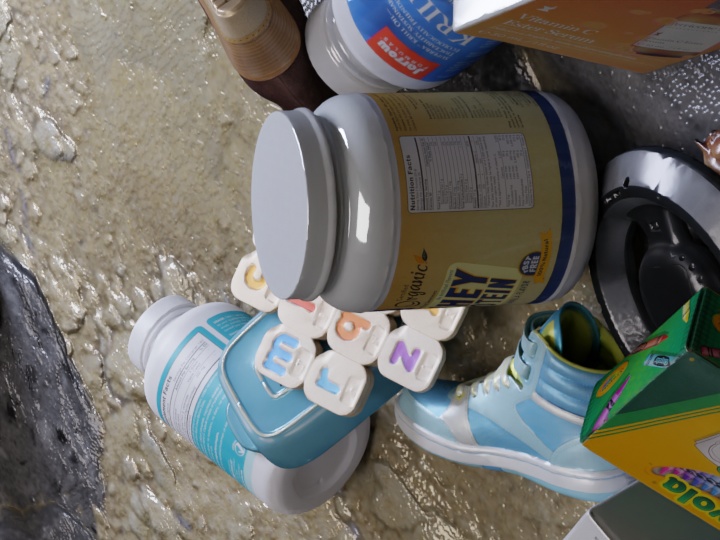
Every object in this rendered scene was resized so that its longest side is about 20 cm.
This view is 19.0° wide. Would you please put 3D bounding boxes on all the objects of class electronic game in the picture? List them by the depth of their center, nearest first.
[{"bbox_3d":[0.211,0.015,1.372,0.200,0.042,0.200,44,147,38],"label":"electronic game"}]

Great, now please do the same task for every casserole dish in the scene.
[{"bbox_3d":[-0.028,0.057,1.591,0.200,0.039,0.121,-40,59,13],"label":"casserole dish"}]

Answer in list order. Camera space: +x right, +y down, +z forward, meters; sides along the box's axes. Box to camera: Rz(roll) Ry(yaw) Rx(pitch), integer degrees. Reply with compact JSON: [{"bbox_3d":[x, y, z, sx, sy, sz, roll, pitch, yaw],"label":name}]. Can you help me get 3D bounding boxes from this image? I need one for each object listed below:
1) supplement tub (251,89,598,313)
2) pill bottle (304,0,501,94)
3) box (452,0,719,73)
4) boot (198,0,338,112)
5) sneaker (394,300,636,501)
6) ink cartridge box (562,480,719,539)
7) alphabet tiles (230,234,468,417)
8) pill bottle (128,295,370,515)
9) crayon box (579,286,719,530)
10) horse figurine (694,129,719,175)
[{"bbox_3d":[0.040,-0.046,1.408,0.144,0.199,0.145,177,90,-71],"label":"supplement tub"},{"bbox_3d":[0.051,-0.188,1.430,0.200,0.112,0.112,-34,80,48],"label":"pill bottle"},{"bbox_3d":[0.169,-0.195,1.232,0.200,0.152,0.107,-14,70,58],"label":"box"},{"bbox_3d":[-0.070,-0.184,1.558,0.166,0.072,0.200,52,-166,-43],"label":"boot"},{"bbox_3d":[0.110,0.073,1.500,0.200,0.079,0.131,13,118,33],"label":"sneaker"},{"bbox_3d":[0.174,0.218,1.439,0.084,0.146,0.200,49,136,18],"label":"ink cartridge box"},{"bbox_3d":[0.000,0.000,1.556,0.195,0.015,0.200,25,91,33],"label":"alphabet tiles"},{"bbox_3d":[-0.095,0.098,1.702,0.200,0.111,0.111,36,129,33],"label":"pill bottle"},{"bbox_3d":[0.250,0.107,1.306,0.200,0.058,0.119,31,137,-10],"label":"crayon box"},{"bbox_3d":[0.287,-0.028,1.293,0.133,0.050,0.200,-42,72,41],"label":"horse figurine"}]
